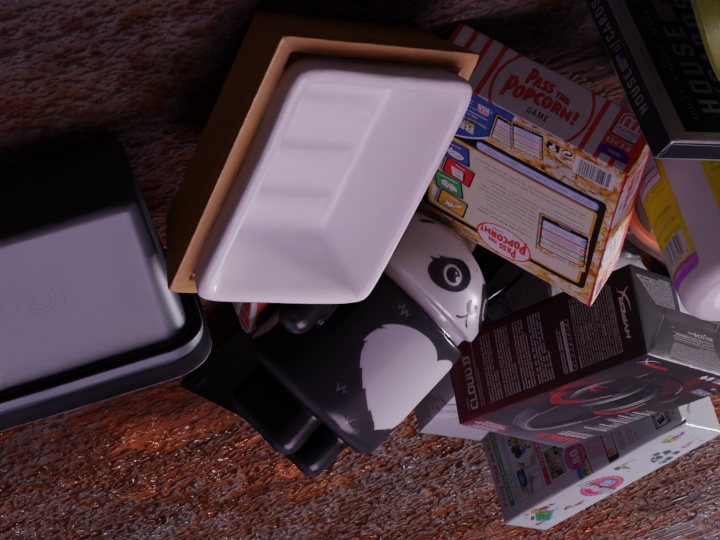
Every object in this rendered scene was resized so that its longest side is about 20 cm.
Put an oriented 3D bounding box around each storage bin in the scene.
[{"bbox_3d":[-0.214,-0.001,1.540,0.198,0.146,0.135,-15,129,-5],"label":"storage bin"}]

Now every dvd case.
[{"bbox_3d":[0.246,-0.136,1.524,0.199,0.151,0.025,0,147,-35],"label":"dvd case"}]

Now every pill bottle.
[{"bbox_3d":[0.237,-0.075,1.587,0.103,0.201,0.104,-15,156,-7],"label":"pill bottle"}]

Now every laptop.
[{"bbox_3d":[-0.007,0.048,1.845,0.199,0.116,0.187,27,138,-18],"label":"laptop"}]

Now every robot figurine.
[{"bbox_3d":[0.003,0.051,1.671,0.200,0.125,0.150,-47,-179,-2],"label":"robot figurine"}]

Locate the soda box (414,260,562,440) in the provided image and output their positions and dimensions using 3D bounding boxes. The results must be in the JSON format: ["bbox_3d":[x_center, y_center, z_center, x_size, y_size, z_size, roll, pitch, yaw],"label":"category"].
[{"bbox_3d":[0.119,0.060,1.923,0.068,0.064,0.200,11,137,-32],"label":"soda box"}]

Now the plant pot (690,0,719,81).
[{"bbox_3d":[0.301,-0.195,1.421,0.191,0.202,0.200,-12,158,18],"label":"plant pot"}]

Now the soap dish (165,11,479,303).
[{"bbox_3d":[-0.031,-0.073,1.492,0.156,0.081,0.201,1,129,-37],"label":"soap dish"}]

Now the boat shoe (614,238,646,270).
[{"bbox_3d":[0.207,-0.027,1.838,0.199,0.072,0.069,15,119,-40],"label":"boat shoe"}]

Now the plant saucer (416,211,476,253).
[{"bbox_3d":[0.000,0.000,1.794,0.199,0.030,0.200,-14,156,-6],"label":"plant saucer"}]

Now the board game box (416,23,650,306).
[{"bbox_3d":[0.115,-0.068,1.592,0.046,0.151,0.200,-56,168,-23],"label":"board game box"}]

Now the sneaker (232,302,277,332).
[{"bbox_3d":[-0.053,-0.020,1.662,0.081,0.077,0.200,-17,157,-18],"label":"sneaker"}]

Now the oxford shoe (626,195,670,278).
[{"bbox_3d":[0.239,-0.017,1.766,0.073,0.072,0.199,-21,156,30],"label":"oxford shoe"}]

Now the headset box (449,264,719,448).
[{"bbox_3d":[0.174,0.074,1.801,0.199,0.076,0.148,-23,155,33],"label":"headset box"}]

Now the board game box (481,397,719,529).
[{"bbox_3d":[0.192,0.111,1.967,0.199,0.148,0.064,-33,150,33],"label":"board game box"}]
